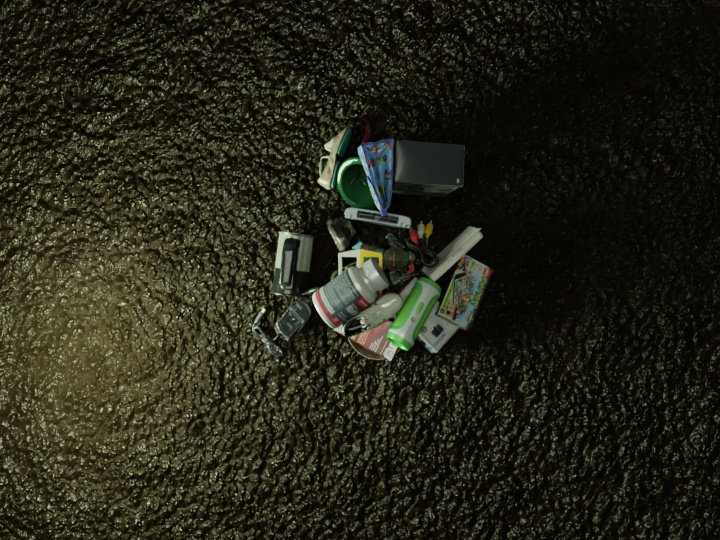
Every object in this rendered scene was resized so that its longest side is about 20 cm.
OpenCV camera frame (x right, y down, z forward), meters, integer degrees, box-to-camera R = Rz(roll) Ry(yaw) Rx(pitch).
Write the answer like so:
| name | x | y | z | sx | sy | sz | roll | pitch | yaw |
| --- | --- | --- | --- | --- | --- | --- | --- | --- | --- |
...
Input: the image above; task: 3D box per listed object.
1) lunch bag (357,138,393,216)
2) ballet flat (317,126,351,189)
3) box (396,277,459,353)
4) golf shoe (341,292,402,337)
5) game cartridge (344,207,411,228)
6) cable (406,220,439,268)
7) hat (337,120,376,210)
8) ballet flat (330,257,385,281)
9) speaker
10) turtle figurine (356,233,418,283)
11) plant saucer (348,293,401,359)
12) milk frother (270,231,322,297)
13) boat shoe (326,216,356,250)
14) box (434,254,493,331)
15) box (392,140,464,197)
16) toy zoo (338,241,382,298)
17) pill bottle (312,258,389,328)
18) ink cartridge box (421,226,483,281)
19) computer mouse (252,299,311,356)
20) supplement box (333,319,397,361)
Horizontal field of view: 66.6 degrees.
| name | x | y | z | sx | sy | sz | roll | pitch | yaw |
| --- | --- | --- | --- | --- | --- | --- | --- | --- | --- |
| lunch bag | 0.055 | -0.254 | 1.525 | 0.092 | 0.151 | 0.204 | -10 | 99 | -3 |
| ballet flat | -0.087 | -0.355 | 1.699 | 0.066 | 0.068 | 0.203 | 18 | 89 | 13 |
| box | 0.189 | 0.136 | 1.644 | 0.116 | 0.060 | 0.200 | -42 | 88 | -14 |
| golf shoe | 0.035 | 0.134 | 1.559 | 0.198 | 0.092 | 0.073 | -31 | 105 | 13 |
| game cartridge | 0.056 | -0.156 | 1.645 | 0.196 | 0.133 | 0.042 | 10 | 90 | 5 |
| cable | 0.178 | -0.075 | 1.622 | 0.096 | 0.201 | 0.051 | -21 | 122 | 16 |
| hat | 0.035 | -0.314 | 1.707 | 0.164 | 0.177 | 0.202 | 24 | 132 | 10 |
| ballet flat | 0.000 | 0.000 | 1.684 | 0.197 | 0.062 | 0.068 | -24 | 87 | 5 |
| speaker | 0.154 | 0.123 | 1.565 | 0.088 | 0.089 | 0.202 | 30 | 77 | 5 |
| turtle figurine | 0.088 | -0.039 | 1.635 | 0.196 | 0.101 | 0.153 | 1 | 85 | -13 |
| plant saucer | 0.054 | 0.171 | 1.691 | 0.196 | 0.032 | 0.204 | 0 | 89 | 7 |
| milk frother | -0.159 | -0.010 | 1.658 | 0.196 | 0.180 | 0.192 | 7 | 91 | -15 |
| boat shoe | -0.054 | -0.121 | 1.628 | 0.072 | 0.200 | 0.075 | -28 | 115 | 0 |
| box | 0.309 | 0.064 | 1.630 | 0.109 | 0.035 | 0.202 | 26 | 75 | -3 |
| box | 0.181 | -0.291 | 1.587 | 0.196 | 0.198 | 0.126 | 3 | 90 | -6 |
| toy zoo | 0.000 | 0.018 | 1.593 | 0.129 | 0.020 | 0.204 | 1 | 102 | 4 |
| pill bottle | -0.024 | 0.060 | 1.531 | 0.199 | 0.120 | 0.120 | -35 | 86 | 11 |
| ink cartridge box | 0.273 | -0.046 | 1.599 | 0.200 | 0.174 | 0.044 | -43 | 96 | 4 |
| computer mouse | -0.245 | 0.154 | 1.719 | 0.140 | 0.046 | 0.201 | 39 | 98 | 10 |
| supplement box | 0.029 | 0.176 | 1.648 | 0.198 | 0.061 | 0.110 | 27 | 92 | 7 |
